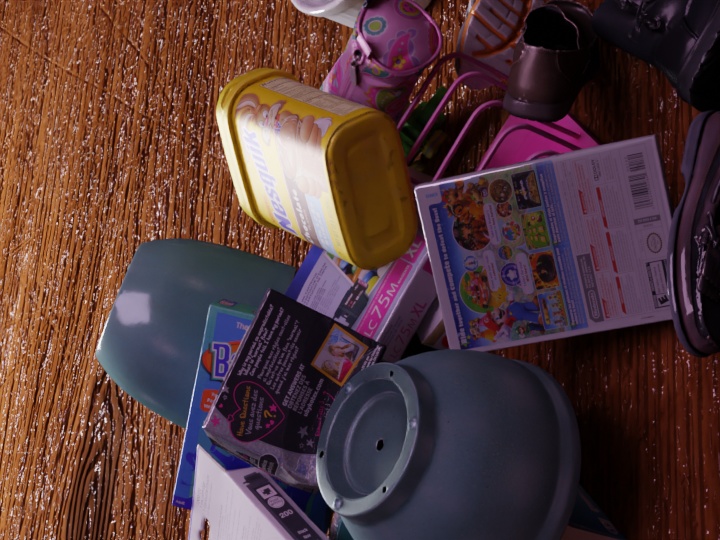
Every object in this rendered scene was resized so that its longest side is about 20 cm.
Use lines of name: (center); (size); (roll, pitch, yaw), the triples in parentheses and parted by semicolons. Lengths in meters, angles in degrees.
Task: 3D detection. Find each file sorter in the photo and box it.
file sorter: (0.122, -0.082, 1.396); (0.140, 0.125, 0.200); (-57, 36, 17)

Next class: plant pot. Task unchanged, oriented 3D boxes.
plant pot: (0.051, 0.146, 1.222); (0.200, 0.133, 0.202); (-29, 49, 40)
plant pot: (-0.176, 0.059, 1.637); (0.201, 0.160, 0.202); (-157, 90, -84)

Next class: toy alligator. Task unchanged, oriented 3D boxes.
toy alligator: (0.033, -0.108, 1.602); (0.201, 0.059, 0.054); (-53, -5, 25)

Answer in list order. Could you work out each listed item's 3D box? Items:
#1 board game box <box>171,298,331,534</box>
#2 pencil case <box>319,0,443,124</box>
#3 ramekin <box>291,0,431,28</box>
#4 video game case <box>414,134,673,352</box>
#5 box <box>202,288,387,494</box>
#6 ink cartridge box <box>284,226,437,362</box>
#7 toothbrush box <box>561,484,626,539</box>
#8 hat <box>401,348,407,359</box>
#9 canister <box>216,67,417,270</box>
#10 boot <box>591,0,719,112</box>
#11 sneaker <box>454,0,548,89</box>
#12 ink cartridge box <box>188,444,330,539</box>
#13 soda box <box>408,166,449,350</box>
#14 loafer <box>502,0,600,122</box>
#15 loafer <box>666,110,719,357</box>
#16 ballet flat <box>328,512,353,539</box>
board game box: (-0.087, 0.142, 1.522); (0.045, 0.150, 0.202); (-35, -43, -78)
pencil case: (0.008, -0.173, 1.474); (0.200, 0.086, 0.088); (125, 151, -63)
ramekin: (0.016, -0.351, 1.707); (0.200, 0.097, 0.202); (-29, 51, 43)
video game case: (0.152, -0.018, 1.272); (0.198, 0.018, 0.145); (-11, 98, 19)
box: (-0.060, 0.110, 1.374); (0.200, 0.114, 0.133); (102, -167, -80)
ink cartridge box: (0.000, 0.000, 1.476); (0.120, 0.042, 0.200); (-60, 33, -1)
toothbrush box: (0.103, 0.209, 1.309); (0.147, 0.085, 0.200); (-58, 35, 15)
hat: (-0.028, 0.055, 1.573); (0.200, 0.080, 0.203); (-28, 52, 43)
canister: (-0.039, -0.093, 1.434); (0.199, 0.086, 0.150); (27, 136, 55)
boot: (0.279, -0.249, 1.306); (0.201, 0.076, 0.168); (-62, 38, 21)
sneaker: (0.134, -0.252, 1.510); (0.077, 0.078, 0.201); (-13, 46, 56)
ink cartridge box: (-0.093, 0.288, 1.477); (0.200, 0.043, 0.200); (40, 132, 40)
soda box: (0.067, -0.011, 1.491); (0.068, 0.063, 0.201); (-52, 38, 24)
loafer: (0.171, -0.195, 1.371); (0.200, 0.072, 0.072); (-67, -15, -58)
loafer: (0.277, -0.035, 1.210); (0.063, 0.072, 0.202); (-14, 59, 46)
ballet flat: (0.013, 0.205, 1.467); (0.071, 0.071, 0.202); (-3, 69, 53)
